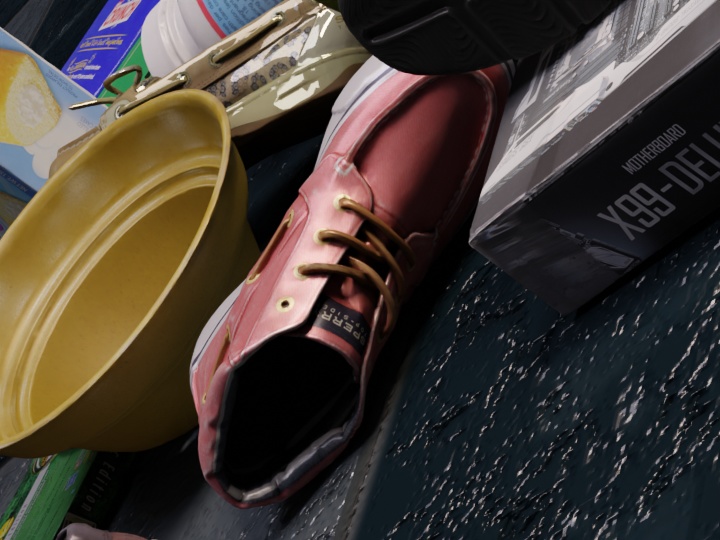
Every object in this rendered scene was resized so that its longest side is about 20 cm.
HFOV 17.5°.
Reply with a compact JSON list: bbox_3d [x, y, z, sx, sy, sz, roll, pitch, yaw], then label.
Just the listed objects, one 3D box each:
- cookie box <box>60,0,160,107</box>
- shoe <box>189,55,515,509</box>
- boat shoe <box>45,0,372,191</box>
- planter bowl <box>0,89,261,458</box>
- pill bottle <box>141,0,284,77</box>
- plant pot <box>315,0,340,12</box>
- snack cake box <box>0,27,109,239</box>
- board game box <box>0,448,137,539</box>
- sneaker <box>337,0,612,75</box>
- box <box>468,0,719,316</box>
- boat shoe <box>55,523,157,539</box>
[{"bbox_3d":[-0.165,-0.075,1.460,0.201,0.075,0.171,-57,17,-7],"label":"cookie box"},{"bbox_3d":[0.000,0.000,0.911,0.201,0.071,0.091,-54,18,18],"label":"shoe"},{"bbox_3d":[-0.075,-0.083,1.165,0.199,0.063,0.073,-20,-11,24],"label":"boat shoe"},{"bbox_3d":[-0.103,0.021,1.082,0.200,0.083,0.201,-35,31,25],"label":"planter bowl"},{"bbox_3d":[-0.026,-0.159,1.200,0.200,0.108,0.109,-39,23,39],"label":"pill bottle"},{"bbox_3d":[0.047,-0.222,0.953,0.188,0.186,0.200,-61,11,-23],"label":"plant pot"},{"bbox_3d":[-0.183,-0.058,1.266,0.115,0.199,0.068,-23,35,59],"label":"snack cake box"},{"bbox_3d":[-0.134,0.084,1.171,0.105,0.023,0.201,-26,32,52],"label":"board game box"},{"bbox_3d":[0.081,-0.150,0.826,0.200,0.076,0.116,-35,16,30],"label":"sneaker"},{"bbox_3d":[0.120,-0.101,0.807,0.158,0.050,0.201,-39,23,42],"label":"box"},{"bbox_3d":[-0.142,0.153,0.989,0.200,0.065,0.072,-36,26,47],"label":"boat shoe"}]
